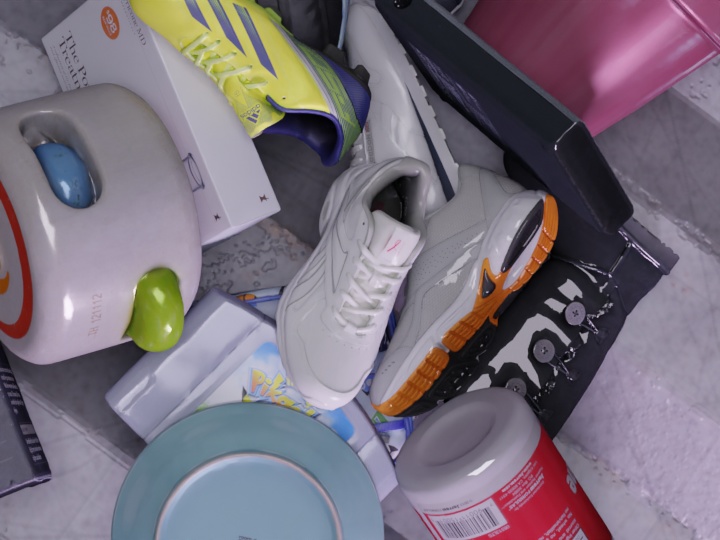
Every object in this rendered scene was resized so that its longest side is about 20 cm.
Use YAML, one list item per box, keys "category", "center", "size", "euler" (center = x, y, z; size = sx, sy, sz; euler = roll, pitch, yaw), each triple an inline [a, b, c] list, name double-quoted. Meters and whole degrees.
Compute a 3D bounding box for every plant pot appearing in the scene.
- category: "plant pot"
  center: [0.182, -0.200, 1.663]
  size: [0.179, 0.200, 0.200]
  euler: [-44, 90, 11]

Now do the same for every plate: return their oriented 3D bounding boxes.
- category: "plate"
  center: [-0.080, 0.195, 1.613]
  size: [0.198, 0.026, 0.202]
  euler: [-1, 98, -5]

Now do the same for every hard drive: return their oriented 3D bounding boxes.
- category: "hard drive"
  center: [0.103, -0.117, 1.601]
  size: [0.033, 0.140, 0.200]
  euler: [-44, 56, -3]

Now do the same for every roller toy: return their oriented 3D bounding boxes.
- category: "roller toy"
  center: [-0.211, -0.032, 1.592]
  size: [0.139, 0.200, 0.184]
  euler: [-17, 105, -27]

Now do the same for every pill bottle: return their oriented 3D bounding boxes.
- category: "pill bottle"
  center: [0.119, 0.193, 1.646]
  size: [0.112, 0.112, 0.201]
  euler: [-35, 114, -4]

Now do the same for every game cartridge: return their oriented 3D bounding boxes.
- category: "game cartridge"
  center: [-0.071, 0.116, 1.632]
  size: [0.133, 0.040, 0.200]
  euler: [-45, 98, -1]

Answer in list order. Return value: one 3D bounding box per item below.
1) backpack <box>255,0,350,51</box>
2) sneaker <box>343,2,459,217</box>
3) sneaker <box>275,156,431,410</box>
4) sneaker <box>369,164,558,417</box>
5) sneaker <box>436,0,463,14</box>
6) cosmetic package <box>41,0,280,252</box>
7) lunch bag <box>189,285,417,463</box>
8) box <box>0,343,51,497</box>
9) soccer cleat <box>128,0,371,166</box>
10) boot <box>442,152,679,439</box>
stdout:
- category: "backpack"
  center: [-0.077, -0.221, 1.676]
  size: [0.162, 0.154, 0.201]
  euler: [-9, 74, -11]
- category: "sneaker"
  center: [0.021, -0.105, 1.702]
  size: [0.080, 0.076, 0.201]
  euler: [-23, 87, 5]
- category: "sneaker"
  center: [0.000, 0.000, 1.595]
  size: [0.078, 0.099, 0.201]
  euler: [23, 65, -19]
- category: "sneaker"
  center: [0.059, 0.013, 1.649]
  size: [0.092, 0.076, 0.201]
  euler: [33, 85, 30]
- category: "sneaker"
  center: [0.072, -0.281, 1.709]
  size: [0.078, 0.079, 0.201]
  euler: [21, 88, -2]
- category: "cosmetic package"
  center: [-0.149, -0.110, 1.651]
  size: [0.051, 0.151, 0.201]
  euler: [-22, 87, -37]
- category: "lunch bag"
  center: [-0.054, 0.092, 1.685]
  size: [0.198, 0.076, 0.162]
  euler: [-8, 91, -2]
- category: "box"
  center: [-0.356, 0.097, 1.648]
  size: [0.195, 0.117, 0.201]
  euler: [-22, 87, -4]
- category: "soccer cleat"
  center: [-0.079, -0.142, 1.577]
  size: [0.199, 0.065, 0.084]
  euler: [28, 70, -25]
- category: "boot"
  center: [0.123, 0.022, 1.699]
  size: [0.165, 0.066, 0.200]
  euler: [38, 89, -8]
